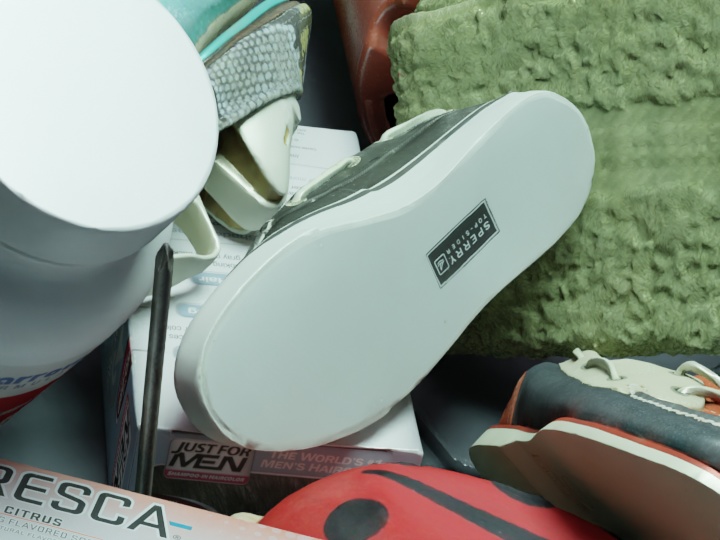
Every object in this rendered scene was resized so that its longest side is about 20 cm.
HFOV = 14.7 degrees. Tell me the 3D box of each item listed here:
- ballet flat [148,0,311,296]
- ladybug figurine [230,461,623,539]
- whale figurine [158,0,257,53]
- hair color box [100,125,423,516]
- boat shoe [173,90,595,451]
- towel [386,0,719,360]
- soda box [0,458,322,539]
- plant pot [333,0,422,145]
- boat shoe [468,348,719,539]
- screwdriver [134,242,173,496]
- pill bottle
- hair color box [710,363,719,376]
[{"bbox_3d":[-0.065,-0.034,0.992,0.072,0.072,0.200,28,37,20],"label":"ballet flat"},{"bbox_3d":[0.048,0.118,0.883,0.200,0.072,0.136,24,24,6],"label":"ladybug figurine"},{"bbox_3d":[-0.138,-0.123,1.104,0.200,0.104,0.159,14,50,37],"label":"whale figurine"},{"bbox_3d":[-0.042,0.021,1.019,0.099,0.061,0.200,6,34,-12],"label":"hair color box"},{"bbox_3d":[0.000,0.000,0.962,0.064,0.071,0.200,1,27,45],"label":"boat shoe"},{"bbox_3d":[0.096,-0.039,1.024,0.200,0.149,0.036,-6,-3,38],"label":"towel"},{"bbox_3d":[-0.086,0.102,0.793,0.200,0.064,0.068,13,31,3],"label":"soda box"},{"bbox_3d":[0.067,-0.139,1.188,0.200,0.201,0.195,7,42,-11],"label":"plant pot"},{"bbox_3d":[0.096,0.057,0.926,0.063,0.200,0.071,-42,100,-13],"label":"boat shoe"},{"bbox_3d":[-0.065,0.058,0.833,0.028,0.200,0.029,-11,45,-18],"label":"screwdriver"},{"bbox_3d":[-0.126,-0.010,0.827,0.112,0.200,0.112,16,59,-28],"label":"pill bottle"},{"bbox_3d":[0.213,0.097,1.002,0.200,0.061,0.100,33,37,26],"label":"hair color box"}]
